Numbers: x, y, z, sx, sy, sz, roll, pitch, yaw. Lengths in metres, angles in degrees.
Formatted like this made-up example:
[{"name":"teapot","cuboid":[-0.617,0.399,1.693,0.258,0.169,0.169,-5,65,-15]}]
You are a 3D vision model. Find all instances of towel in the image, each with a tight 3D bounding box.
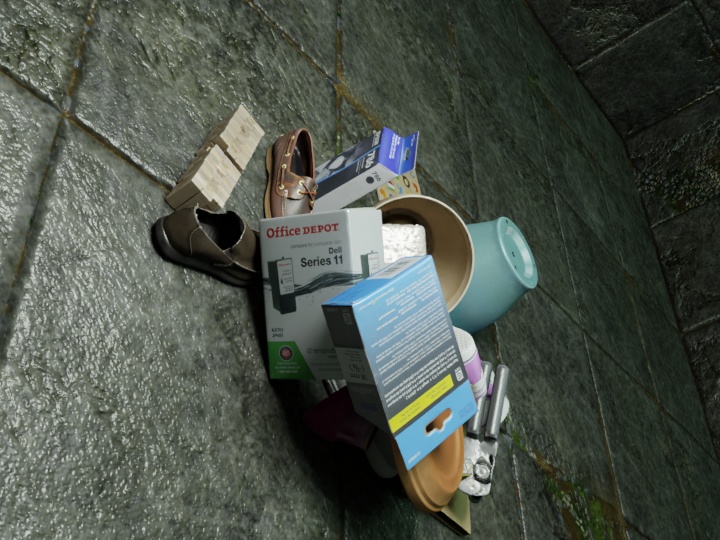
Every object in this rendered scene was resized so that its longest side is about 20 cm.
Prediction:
[{"name":"towel","cuboid":[0.000,0.000,1.169,0.195,0.034,0.136,0,81,-13]}]

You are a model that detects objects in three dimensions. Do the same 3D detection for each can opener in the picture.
[{"name":"can opener","cuboid":[0.182,0.241,1.268,0.067,0.052,0.204,79,24,-61]}]

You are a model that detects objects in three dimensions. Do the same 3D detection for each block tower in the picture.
[{"name":"block tower","cuboid":[-0.187,-0.139,1.116,0.054,0.057,0.202,49,34,-23]}]

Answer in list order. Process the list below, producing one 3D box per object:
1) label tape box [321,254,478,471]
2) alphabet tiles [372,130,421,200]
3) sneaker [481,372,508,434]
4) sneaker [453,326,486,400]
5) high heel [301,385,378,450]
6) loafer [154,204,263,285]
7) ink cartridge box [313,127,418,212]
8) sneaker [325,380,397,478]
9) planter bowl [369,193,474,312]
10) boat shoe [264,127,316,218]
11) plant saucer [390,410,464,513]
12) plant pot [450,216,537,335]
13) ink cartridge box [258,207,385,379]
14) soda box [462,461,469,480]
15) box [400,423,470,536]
[{"name":"label tape box","cuboid":[0.049,0.104,0.994,0.143,0.063,0.205,-28,106,-39]},{"name":"alphabet tiles","cuboid":[0.071,-0.164,1.612,0.165,0.006,0.204,24,48,-50]},{"name":"sneaker","cuboid":[0.173,0.184,1.394,0.114,0.073,0.201,45,9,-16]},{"name":"sneaker","cuboid":[0.110,0.124,1.219,0.200,0.072,0.116,41,-19,58]},{"name":"high heel","cuboid":[0.003,0.136,1.121,0.068,0.094,0.203,84,28,-60]},{"name":"loafer","cuboid":[-0.161,-0.032,1.054,0.198,0.070,0.075,12,56,-55]},{"name":"ink cartridge box","cuboid":[-0.004,-0.149,1.275,0.039,0.197,0.101,47,31,-29]},{"name":"sneaker","cuboid":[0.027,0.180,1.171,0.203,0.091,0.076,60,30,-5]},{"name":"planter bowl","cuboid":[0.069,-0.029,1.336,0.202,0.198,0.135,53,4,-16]},{"name":"boat shoe","cuboid":[-0.097,-0.120,1.235,0.070,0.069,0.204,28,45,-47]},{"name":"plant saucer","cuboid":[0.091,0.203,1.087,0.200,0.037,0.205,41,43,-54]},{"name":"plant pot","cuboid":[0.204,0.007,1.506,0.199,0.186,0.204,38,38,-37]},{"name":"ink cartridge box","cuboid":[-0.045,0.028,1.061,0.082,0.144,0.206,-5,90,-58]},{"name":"soda box","cuboid":[0.084,0.216,1.229,0.063,0.068,0.204,7,54,-38]},{"name":"box","cuboid":[0.117,0.281,1.310,0.163,0.021,0.203,42,35,-34]}]
